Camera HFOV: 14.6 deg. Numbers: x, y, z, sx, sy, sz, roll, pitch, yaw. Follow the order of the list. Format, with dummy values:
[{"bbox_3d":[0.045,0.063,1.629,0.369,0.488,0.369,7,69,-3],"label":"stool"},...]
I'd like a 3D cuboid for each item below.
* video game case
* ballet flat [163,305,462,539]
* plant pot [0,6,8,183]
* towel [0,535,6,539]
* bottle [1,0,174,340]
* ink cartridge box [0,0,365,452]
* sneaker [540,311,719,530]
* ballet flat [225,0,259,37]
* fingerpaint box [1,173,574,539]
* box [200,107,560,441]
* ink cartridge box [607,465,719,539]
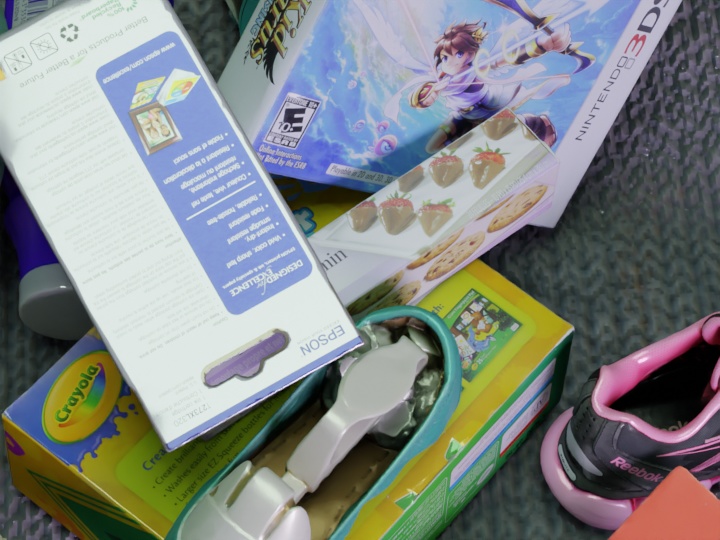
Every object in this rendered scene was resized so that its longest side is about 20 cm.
[{"bbox_3d":[0.050,-0.117,1.247,0.199,0.182,0.045,9,27,-42],"label":"video game case"},{"bbox_3d":[-0.027,0.085,1.149,0.067,0.071,0.200,33,63,16],"label":"ballet flat"},{"bbox_3d":[-0.251,-0.076,1.262,0.160,0.201,0.202,5,54,-28],"label":"plant pot"},{"bbox_3d":[-0.166,0.202,1.157,0.148,0.037,0.200,-38,82,-24],"label":"towel"},{"bbox_3d":[-0.132,-0.064,1.328,0.083,0.065,0.201,0,58,-1],"label":"bottle"},{"bbox_3d":[-0.085,-0.026,1.176,0.094,0.037,0.201,-29,70,-6],"label":"ink cartridge box"},{"bbox_3d":[0.176,0.047,1.250,0.199,0.096,0.079,-22,59,-16],"label":"sneaker"},{"bbox_3d":[-0.036,-0.149,1.386,0.071,0.072,0.201,-22,61,-14],"label":"ballet flat"},{"bbox_3d":[-0.031,0.061,1.248,0.166,0.074,0.200,35,63,18],"label":"fingerpaint box"},{"bbox_3d":[0.000,0.000,1.220,0.199,0.042,0.039,-33,64,-21],"label":"box"},{"bbox_3d":[0.113,0.198,1.144,0.162,0.057,0.200,43,92,23],"label":"ink cartridge box"}]
